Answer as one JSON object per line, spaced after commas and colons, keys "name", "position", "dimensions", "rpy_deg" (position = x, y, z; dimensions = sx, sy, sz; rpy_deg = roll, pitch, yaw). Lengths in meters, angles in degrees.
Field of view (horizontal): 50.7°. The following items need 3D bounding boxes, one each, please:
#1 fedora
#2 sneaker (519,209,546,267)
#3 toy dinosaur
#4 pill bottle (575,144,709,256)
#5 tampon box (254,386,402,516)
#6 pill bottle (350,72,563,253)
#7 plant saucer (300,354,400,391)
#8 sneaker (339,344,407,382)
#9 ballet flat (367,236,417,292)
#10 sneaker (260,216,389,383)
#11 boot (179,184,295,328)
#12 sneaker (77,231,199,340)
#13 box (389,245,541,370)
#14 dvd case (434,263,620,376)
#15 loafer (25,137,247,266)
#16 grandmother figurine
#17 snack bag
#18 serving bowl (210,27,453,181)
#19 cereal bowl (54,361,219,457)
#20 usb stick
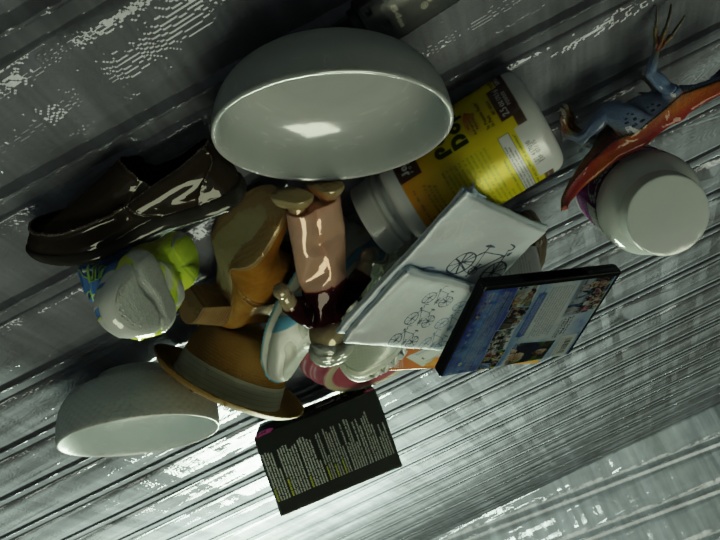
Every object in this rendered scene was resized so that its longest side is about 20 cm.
{"name": "fedora", "position": [-0.146, 0.107, 0.917], "dimensions": [0.200, 0.200, 0.083], "rpy_deg": [23, 93, -52]}
{"name": "sneaker", "position": [0.186, -0.001, 1.022], "dimensions": [0.075, 0.071, 0.201], "rpy_deg": [-18, 151, -20]}
{"name": "toy dinosaur", "position": [0.305, -0.158, 0.789], "dimensions": [0.179, 0.203, 0.105], "rpy_deg": [1, 176, 23]}
{"name": "pill bottle", "position": [0.310, -0.082, 0.845], "dimensions": [0.111, 0.113, 0.200], "rpy_deg": [-29, -168, 11]}
{"name": "tampon box", "position": [-0.054, 0.275, 1.202], "dimensions": [0.198, 0.128, 0.150], "rpy_deg": [-20, 178, -6]}
{"name": "pill bottle", "position": [0.092, -0.100, 0.760], "dimensions": [0.199, 0.110, 0.109], "rpy_deg": [-31, 150, 13]}
{"name": "plant saucer", "position": [0.009, 0.121, 1.122], "dimensions": [0.198, 0.051, 0.201], "rpy_deg": [-17, 149, -10]}
{"name": "sneaker", "position": [0.043, 0.037, 0.857], "dimensions": [0.200, 0.075, 0.081], "rpy_deg": [-48, 154, -3]}
{"name": "ballet flat", "position": [0.000, 0.000, 0.915], "dimensions": [0.071, 0.072, 0.201], "rpy_deg": [2, 136, -37]}
{"name": "sneaker", "position": [-0.043, 0.042, 0.840], "dimensions": [0.202, 0.080, 0.076], "rpy_deg": [-61, 167, 8]}
{"name": "boot", "position": [-0.099, -0.013, 0.828], "dimensions": [0.143, 0.071, 0.202], "rpy_deg": [-3, 140, -52]}
{"name": "sneaker", "position": [-0.220, 0.020, 0.697], "dimensions": [0.104, 0.077, 0.200], "rpy_deg": [-12, -169, 8]}
{"name": "box", "position": [0.127, 0.050, 0.968], "dimensions": [0.197, 0.098, 0.125], "rpy_deg": [-4, 141, 5]}
{"name": "dvd case", "position": [0.191, 0.056, 0.867], "dimensions": [0.198, 0.018, 0.144], "rpy_deg": [-5, 134, -28]}
{"name": "loafer", "position": [-0.202, -0.067, 0.664], "dimensions": [0.198, 0.073, 0.072], "rpy_deg": [-20, 121, -4]}
{"name": "grandmother figurine", "position": [-0.036, 0.009, 0.758], "dimensions": [0.120, 0.061, 0.202], "rpy_deg": [-17, 121, -22]}
{"name": "snack bag", "position": [0.093, 0.009, 0.777], "dimensions": [0.200, 0.021, 0.188], "rpy_deg": [-49, 146, 21]}
{"name": "serving bowl", "position": [-0.025, -0.141, 0.628], "dimensions": [0.197, 0.067, 0.200], "rpy_deg": [-6, 165, -2]}
{"name": "cereal bowl", "position": [-0.277, 0.169, 0.946], "dimensions": [0.197, 0.084, 0.201], "rpy_deg": [-11, 157, -4]}
{"name": "usb stick", "position": [0.081, -0.242, 0.599], "dimensions": [0.199, 0.033, 0.055], "rpy_deg": [-30, 151, 12]}
